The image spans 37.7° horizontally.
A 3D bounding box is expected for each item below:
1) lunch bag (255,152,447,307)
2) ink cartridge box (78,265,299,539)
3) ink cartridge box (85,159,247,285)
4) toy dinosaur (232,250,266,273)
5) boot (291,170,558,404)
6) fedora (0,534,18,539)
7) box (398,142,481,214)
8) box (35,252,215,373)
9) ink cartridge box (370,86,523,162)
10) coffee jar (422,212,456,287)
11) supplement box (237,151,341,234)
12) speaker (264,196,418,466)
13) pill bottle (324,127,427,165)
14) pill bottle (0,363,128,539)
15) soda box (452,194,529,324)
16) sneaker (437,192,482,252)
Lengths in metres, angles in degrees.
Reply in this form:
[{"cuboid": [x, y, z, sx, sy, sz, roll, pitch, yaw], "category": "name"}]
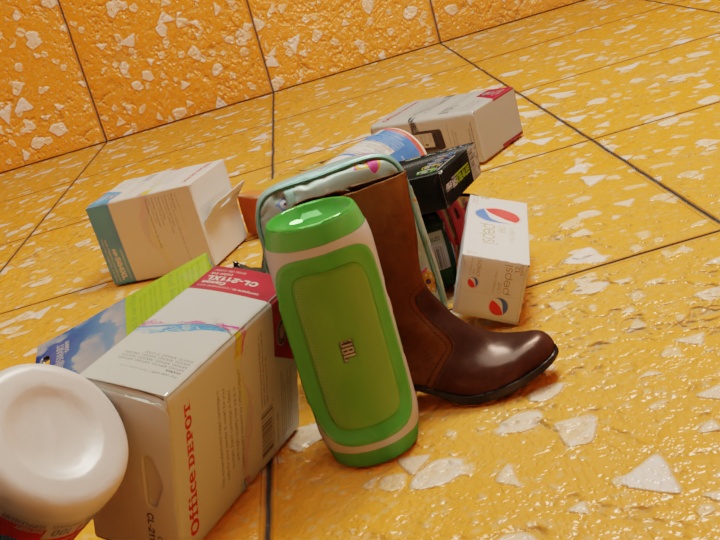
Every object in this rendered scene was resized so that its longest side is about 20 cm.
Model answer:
[{"cuboid": [-0.012, 0.001, 0.986, 0.159, 0.202, 0.077, -18, 7, -8], "category": "lunch bag"}, {"cuboid": [-0.128, 0.105, 0.832, 0.082, 0.147, 0.200, 11, 27, 21], "category": "ink cartridge box"}, {"cuboid": [-0.267, -0.073, 1.533, 0.198, 0.127, 0.129, -9, 19, 21], "category": "ink cartridge box"}, {"cuboid": [-0.131, 0.029, 1.235, 0.101, 0.078, 0.200, 10, 24, 30], "category": "toy dinosaur"}, {"cuboid": [0.056, 0.011, 0.883, 0.186, 0.202, 0.069, -9, 19, 21], "category": "boot"}, {"cuboid": [-0.200, 0.226, 0.593, 0.091, 0.203, 0.200, 13, 8, -21], "category": "fedora"}, {"cuboid": [0.027, -0.089, 1.199, 0.191, 0.048, 0.200, -10, 12, 20], "category": "box"}, {"cuboid": [-0.223, 0.068, 1.034, 0.199, 0.048, 0.122, -30, 27, 1], "category": "box"}, {"cuboid": [0.138, -0.226, 1.699, 0.198, 0.084, 0.145, -3, 23, 38], "category": "ink cartridge box"}, {"cuboid": [0.000, 0.000, 1.151, 0.198, 0.086, 0.104, -17, 17, -4], "category": "coffee jar"}, {"cuboid": [-0.088, -0.121, 1.619, 0.199, 0.069, 0.066, -31, 24, -33], "category": "supplement box"}, {"cuboid": [-0.013, 0.049, 0.831, 0.087, 0.202, 0.089, -14, 18, 5], "category": "speaker"}, {"cuboid": [0.005, -0.112, 1.438, 0.111, 0.113, 0.200, -3, 23, 36], "category": "pill bottle"}, {"cuboid": [-0.252, 0.162, 0.736, 0.200, 0.112, 0.112, -47, -2, 36], "category": "pill bottle"}, {"cuboid": [0.136, -0.017, 1.088, 0.067, 0.064, 0.200, 10, 21, 4], "category": "soda box"}, {"cuboid": [0.071, -0.060, 1.282, 0.198, 0.074, 0.088, -14, 23, 22], "category": "sneaker"}]
